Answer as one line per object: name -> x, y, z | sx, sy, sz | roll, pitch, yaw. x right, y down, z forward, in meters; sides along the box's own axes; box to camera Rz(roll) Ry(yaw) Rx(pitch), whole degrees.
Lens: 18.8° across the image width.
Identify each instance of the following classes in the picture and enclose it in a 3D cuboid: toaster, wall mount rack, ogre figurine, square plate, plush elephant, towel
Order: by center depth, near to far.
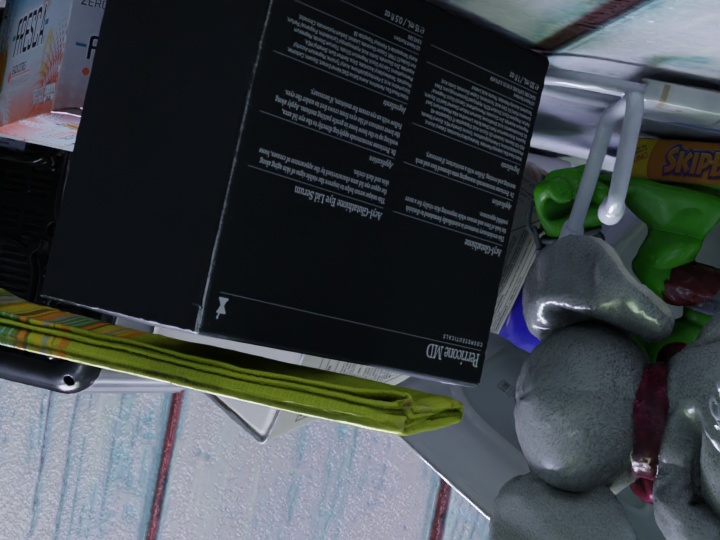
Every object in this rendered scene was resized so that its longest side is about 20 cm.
towel -> -0.066, 0.029, 0.795 | 0.200, 0.018, 0.086 | 12, -176, 16
plush elephant -> 0.135, 0.072, 0.926 | 0.155, 0.165, 0.200 | 13, 171, 31
wall mount rack -> 0.159, -0.034, 0.946 | 0.200, 0.075, 0.174 | 11, 179, 1
square plate -> 0.108, 0.102, 1.042 | 0.198, 0.028, 0.200 | 41, -164, 7
ogre figurine -> 0.166, 0.022, 1.090 | 0.098, 0.120, 0.200 | 10, 177, 42
toaster -> -0.160, -0.036, 1.116 | 0.200, 0.181, 0.119 | 11, -179, 27

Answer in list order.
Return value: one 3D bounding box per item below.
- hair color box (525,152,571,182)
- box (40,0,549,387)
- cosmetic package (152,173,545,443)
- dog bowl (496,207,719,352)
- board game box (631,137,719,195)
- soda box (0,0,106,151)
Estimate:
hair color box -> 0.014, -0.034, 1.257 | 0.200, 0.100, 0.061 | 11, 178, -18
box -> -0.018, -0.038, 0.828 | 0.079, 0.141, 0.200 | 9, 176, 32
cosmetic package -> 0.000, 0.000, 1.112 | 0.087, 0.103, 0.200 | 39, -148, 23
dog bowl -> 0.175, 0.045, 1.221 | 0.200, 0.200, 0.079 | 12, 179, -32
board game box -> 0.234, -0.039, 1.052 | 0.095, 0.030, 0.200 | 12, 180, -42
soda box -> -0.113, -0.088, 0.928 | 0.064, 0.068, 0.200 | 11, 178, -18
